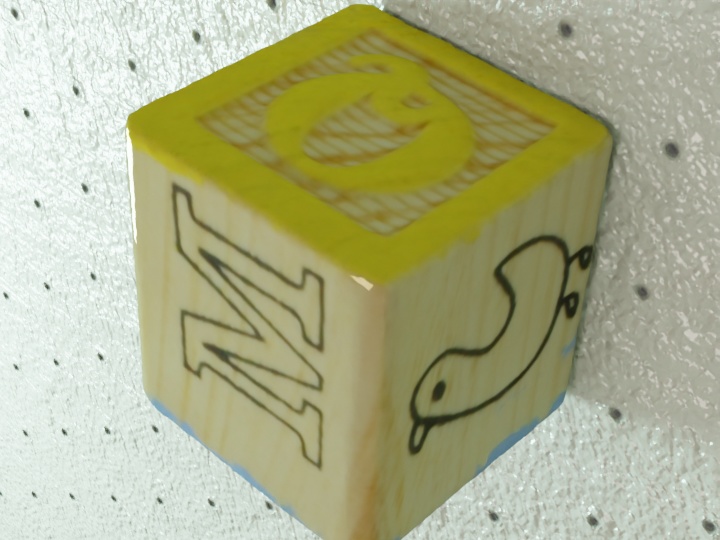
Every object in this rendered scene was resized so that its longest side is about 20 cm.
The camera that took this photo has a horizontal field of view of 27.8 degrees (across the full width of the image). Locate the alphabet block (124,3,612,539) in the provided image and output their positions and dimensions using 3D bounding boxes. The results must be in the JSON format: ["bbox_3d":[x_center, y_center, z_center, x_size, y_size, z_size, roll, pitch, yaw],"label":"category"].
[{"bbox_3d":[0.000,0.000,0.814,0.196,0.195,0.201,31,138,30],"label":"alphabet block"}]
